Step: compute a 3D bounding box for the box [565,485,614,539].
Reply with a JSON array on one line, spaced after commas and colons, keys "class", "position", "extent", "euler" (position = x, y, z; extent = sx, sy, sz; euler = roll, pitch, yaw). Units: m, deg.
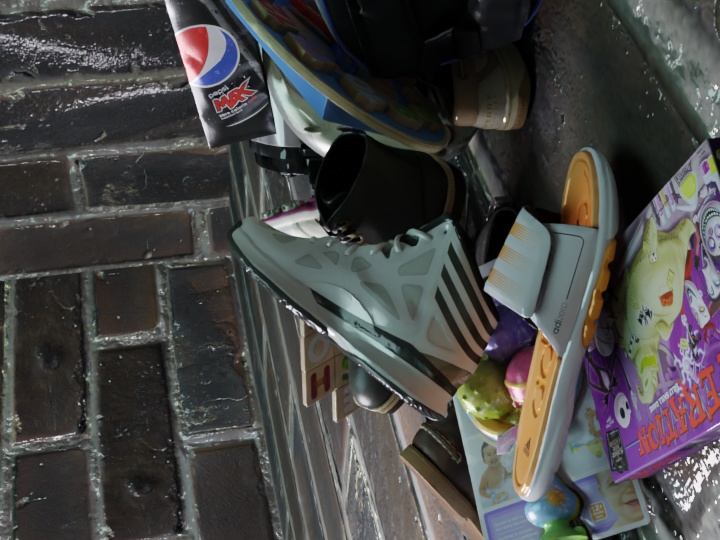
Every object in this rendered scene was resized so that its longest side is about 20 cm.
[{"class": "box", "position": [0.143, 0.247, 0.706], "extent": [0.201, 0.049, 0.160], "euler": [-111, 19, -55]}]

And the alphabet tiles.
[{"class": "alphabet tiles", "position": [0.023, 0.031, 0.885], "extent": [0.007, 0.199, 0.170], "euler": [25, 128, 37]}]

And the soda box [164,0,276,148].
[{"class": "soda box", "position": [-0.118, -0.198, 0.846], "extent": [0.202, 0.062, 0.071], "euler": [79, 178, -49]}]

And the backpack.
[{"class": "backpack", "position": [0.036, -0.232, 0.676], "extent": [0.155, 0.196, 0.193], "euler": [-95, -5, -54]}]

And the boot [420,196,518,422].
[{"class": "boot", "position": [0.093, 0.057, 0.810], "extent": [0.174, 0.068, 0.204], "euler": [141, 125, -77]}]

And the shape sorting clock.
[{"class": "shape sorting clock", "position": [-0.014, -0.156, 0.751], "extent": [0.039, 0.198, 0.201], "euler": [-52, 33, 24]}]

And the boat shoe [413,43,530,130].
[{"class": "boat shoe", "position": [0.070, -0.177, 0.808], "extent": [0.201, 0.063, 0.072], "euler": [-111, 18, -51]}]

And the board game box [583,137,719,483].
[{"class": "board game box", "position": [0.165, 0.031, 0.549], "extent": [0.201, 0.032, 0.122], "euler": [110, 148, -65]}]

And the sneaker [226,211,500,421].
[{"class": "sneaker", "position": [0.009, -0.002, 0.704], "extent": [0.199, 0.116, 0.076], "euler": [36, 176, 21]}]

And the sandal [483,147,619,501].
[{"class": "sandal", "position": [0.099, 0.029, 0.604], "extent": [0.079, 0.058, 0.210], "euler": [-147, 68, -84]}]

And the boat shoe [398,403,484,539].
[{"class": "boat shoe", "position": [0.095, 0.168, 0.808], "extent": [0.070, 0.070, 0.201], "euler": [36, 166, 35]}]

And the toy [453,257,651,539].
[{"class": "toy", "position": [0.102, 0.080, 0.680], "extent": [0.047, 0.114, 0.203], "euler": [19, -129, -52]}]

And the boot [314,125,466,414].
[{"class": "boot", "position": [0.000, 0.000, 0.777], "extent": [0.077, 0.138, 0.204], "euler": [9, 85, 36]}]

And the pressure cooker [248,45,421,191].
[{"class": "pressure cooker", "position": [-0.031, -0.175, 1.017], "extent": [0.177, 0.174, 0.203], "euler": [16, 118, 44]}]

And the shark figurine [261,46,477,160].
[{"class": "shark figurine", "position": [-0.023, -0.124, 0.881], "extent": [0.129, 0.213, 0.090], "euler": [-56, -2, -6]}]

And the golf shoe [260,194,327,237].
[{"class": "golf shoe", "position": [-0.005, -0.031, 0.940], "extent": [0.075, 0.197, 0.093], "euler": [-78, -24, -82]}]
